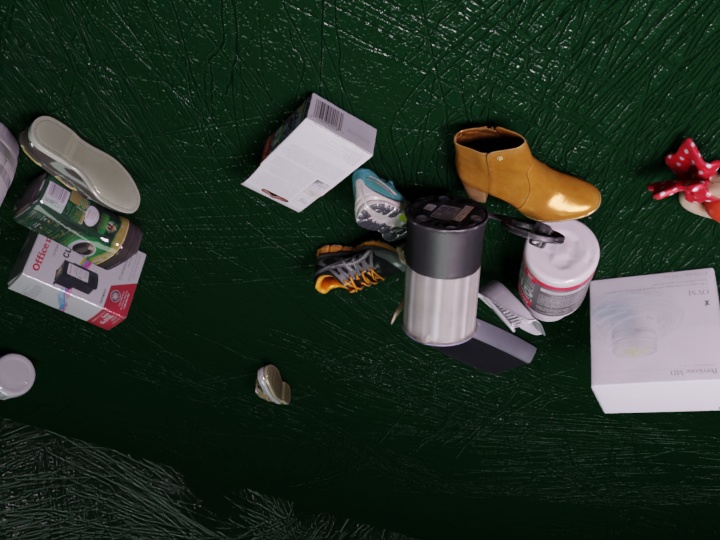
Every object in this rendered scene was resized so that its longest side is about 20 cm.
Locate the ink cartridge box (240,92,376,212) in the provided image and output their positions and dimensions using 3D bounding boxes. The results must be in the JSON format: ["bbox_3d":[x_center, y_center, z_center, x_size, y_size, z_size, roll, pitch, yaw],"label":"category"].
[{"bbox_3d":[-0.078,-0.161,1.029,0.108,0.051,0.200,25,148,-26],"label":"ink cartridge box"}]

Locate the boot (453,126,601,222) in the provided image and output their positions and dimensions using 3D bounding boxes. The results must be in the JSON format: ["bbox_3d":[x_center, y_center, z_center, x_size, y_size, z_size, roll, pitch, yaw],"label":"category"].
[{"bbox_3d":[0.223,-0.130,0.962,0.199,0.071,0.144,9,160,15],"label":"boot"}]

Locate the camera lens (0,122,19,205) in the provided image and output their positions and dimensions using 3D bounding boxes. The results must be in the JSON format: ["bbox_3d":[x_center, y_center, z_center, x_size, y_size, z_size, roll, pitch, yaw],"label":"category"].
[{"bbox_3d":[-0.623,-0.130,1.086,0.158,0.202,0.160,7,151,4],"label":"camera lens"}]

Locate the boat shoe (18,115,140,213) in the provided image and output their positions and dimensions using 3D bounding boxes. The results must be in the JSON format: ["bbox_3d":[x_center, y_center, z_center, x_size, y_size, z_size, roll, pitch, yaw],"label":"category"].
[{"bbox_3d":[-0.433,-0.157,1.121,0.060,0.072,0.201,-11,138,39],"label":"boat shoe"}]

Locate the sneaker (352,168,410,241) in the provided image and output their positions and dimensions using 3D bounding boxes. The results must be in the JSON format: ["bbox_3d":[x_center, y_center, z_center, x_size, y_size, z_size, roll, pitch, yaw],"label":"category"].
[{"bbox_3d":[0.049,-0.098,1.078,0.077,0.080,0.200,-24,158,20],"label":"sneaker"}]

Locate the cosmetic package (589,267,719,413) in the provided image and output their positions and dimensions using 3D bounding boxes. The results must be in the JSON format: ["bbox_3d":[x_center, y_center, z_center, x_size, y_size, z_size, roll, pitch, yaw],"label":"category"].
[{"bbox_3d":[0.491,0.119,1.195,0.198,0.202,0.123,-8,146,27],"label":"cosmetic package"}]

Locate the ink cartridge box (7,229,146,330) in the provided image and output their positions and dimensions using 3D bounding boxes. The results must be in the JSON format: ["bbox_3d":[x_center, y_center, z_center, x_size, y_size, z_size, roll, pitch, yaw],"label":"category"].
[{"bbox_3d":[-0.520,-0.001,1.336,0.199,0.147,0.083,29,144,-32],"label":"ink cartridge box"}]

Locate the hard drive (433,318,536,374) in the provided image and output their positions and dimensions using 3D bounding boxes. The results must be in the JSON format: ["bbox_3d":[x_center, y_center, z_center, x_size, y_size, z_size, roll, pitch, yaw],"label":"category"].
[{"bbox_3d":[0.250,0.158,1.491,0.199,0.043,0.135,25,147,-25],"label":"hard drive"}]

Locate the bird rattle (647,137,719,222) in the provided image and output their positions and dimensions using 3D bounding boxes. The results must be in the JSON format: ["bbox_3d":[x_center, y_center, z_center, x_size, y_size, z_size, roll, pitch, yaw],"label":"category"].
[{"bbox_3d":[0.478,-0.093,0.941,0.198,0.114,0.163,2,166,19],"label":"bird rattle"}]

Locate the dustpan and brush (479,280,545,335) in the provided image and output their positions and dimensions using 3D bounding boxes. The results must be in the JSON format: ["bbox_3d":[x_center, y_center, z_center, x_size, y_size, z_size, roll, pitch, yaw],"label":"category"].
[{"bbox_3d":[0.222,0.047,1.235,0.057,0.200,0.140,-42,157,4],"label":"dustpan and brush"}]

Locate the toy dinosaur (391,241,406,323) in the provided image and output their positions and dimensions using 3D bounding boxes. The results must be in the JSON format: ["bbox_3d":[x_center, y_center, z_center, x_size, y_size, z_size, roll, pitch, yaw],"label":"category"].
[{"bbox_3d":[0.100,-0.003,1.150,0.058,0.200,0.102,-10,111,35],"label":"toy dinosaur"}]

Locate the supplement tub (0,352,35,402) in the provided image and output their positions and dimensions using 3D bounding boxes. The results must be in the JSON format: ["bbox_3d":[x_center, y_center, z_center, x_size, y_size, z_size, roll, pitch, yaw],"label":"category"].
[{"bbox_3d":[-1.017,0.309,2.042,0.199,0.124,0.122,-20,140,40],"label":"supplement tub"}]

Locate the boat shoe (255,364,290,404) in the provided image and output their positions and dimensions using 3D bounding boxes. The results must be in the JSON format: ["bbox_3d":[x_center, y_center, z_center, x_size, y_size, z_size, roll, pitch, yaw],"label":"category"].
[{"bbox_3d":[-0.235,0.298,1.843,0.068,0.075,0.201,-3,150,9],"label":"boat shoe"}]

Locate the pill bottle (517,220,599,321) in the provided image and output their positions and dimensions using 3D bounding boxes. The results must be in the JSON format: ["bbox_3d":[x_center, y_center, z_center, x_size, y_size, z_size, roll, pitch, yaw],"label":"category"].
[{"bbox_3d":[0.306,0.009,1.139,0.110,0.112,0.200,4,156,10],"label":"pill bottle"}]

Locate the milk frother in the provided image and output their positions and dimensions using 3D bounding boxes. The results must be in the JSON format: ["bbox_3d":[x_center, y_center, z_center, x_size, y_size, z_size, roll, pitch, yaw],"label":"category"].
[{"bbox_3d":[0.169,0.004,1.031,0.199,0.180,0.190,28,130,39],"label":"milk frother"}]

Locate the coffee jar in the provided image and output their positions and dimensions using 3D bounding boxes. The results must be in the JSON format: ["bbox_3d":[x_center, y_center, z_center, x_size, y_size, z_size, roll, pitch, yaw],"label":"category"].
[{"bbox_3d":[-0.483,-0.080,1.249,0.104,0.086,0.200,-20,139,36],"label":"coffee jar"}]

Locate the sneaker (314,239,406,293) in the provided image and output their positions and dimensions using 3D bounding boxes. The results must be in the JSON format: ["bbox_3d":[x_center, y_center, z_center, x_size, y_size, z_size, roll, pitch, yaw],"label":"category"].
[{"bbox_3d":[0.000,0.000,1.233,0.199,0.078,0.078,-6,147,41],"label":"sneaker"}]
